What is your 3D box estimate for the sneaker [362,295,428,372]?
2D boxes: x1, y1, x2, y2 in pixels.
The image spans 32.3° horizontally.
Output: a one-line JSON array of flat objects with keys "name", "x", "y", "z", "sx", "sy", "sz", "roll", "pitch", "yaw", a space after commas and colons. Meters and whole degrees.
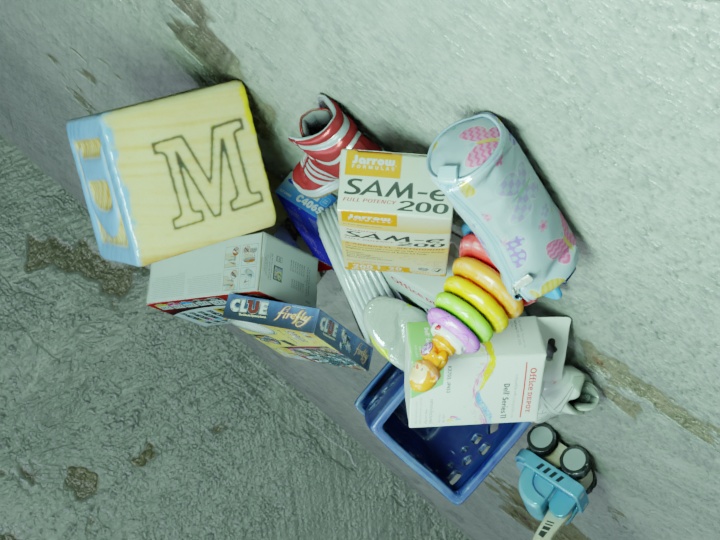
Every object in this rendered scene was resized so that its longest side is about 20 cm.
[{"name": "sneaker", "x": 0.076, "y": 0.109, "z": 1.576, "sx": 0.199, "sy": 0.076, "sz": 0.105, "roll": 40, "pitch": 168, "yaw": -7}]

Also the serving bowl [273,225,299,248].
[{"name": "serving bowl", "x": -0.173, "y": -0.039, "z": 1.921, "sx": 0.198, "sy": 0.066, "sz": 0.201, "roll": 18, "pitch": 150, "yaw": 10}]

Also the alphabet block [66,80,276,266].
[{"name": "alphabet block", "x": -0.252, "y": -0.130, "z": 1.638, "sx": 0.195, "sy": 0.198, "sz": 0.199, "roll": 12, "pitch": 117, "yaw": 63}]

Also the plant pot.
[{"name": "plant pot", "x": 0.119, "y": 0.210, "z": 1.914, "sx": 0.200, "sy": 0.200, "sz": 0.180, "roll": 43, "pitch": 173, "yaw": -16}]

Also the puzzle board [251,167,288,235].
[{"name": "puzzle board", "x": -0.200, "y": -0.119, "z": 1.806, "sx": 0.200, "sy": 0.151, "sz": 0.017, "roll": 42, "pitch": 146, "yaw": -10}]

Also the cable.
[{"name": "cable", "x": 0.000, "y": 0.000, "z": 1.663, "sx": 0.200, "sy": 0.069, "sz": 0.202, "roll": -116, "pitch": 3, "yaw": -78}]

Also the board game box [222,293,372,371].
[{"name": "board game box", "x": -0.079, "y": 0.084, "z": 1.648, "sx": 0.134, "sy": 0.035, "sz": 0.200, "roll": 9, "pitch": 165, "yaw": 23}]

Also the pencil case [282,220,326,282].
[{"name": "pencil case", "x": -0.142, "y": -0.042, "z": 2.021, "sx": 0.200, "sy": 0.090, "sz": 0.078, "roll": 45, "pitch": 173, "yaw": -21}]

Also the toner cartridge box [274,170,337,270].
[{"name": "toner cartridge box", "x": -0.049, "y": -0.058, "z": 1.814, "sx": 0.094, "sy": 0.043, "sz": 0.200, "roll": 31, "pitch": 165, "yaw": 29}]

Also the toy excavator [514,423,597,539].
[{"name": "toy excavator", "x": 0.297, "y": 0.373, "z": 1.926, "sx": 0.193, "sy": 0.201, "sz": 0.100, "roll": 32, "pitch": 166, "yaw": 30}]

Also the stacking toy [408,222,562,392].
[{"name": "stacking toy", "x": 0.115, "y": 0.050, "z": 1.367, "sx": 0.116, "sy": 0.201, "sz": 0.110, "roll": 23, "pitch": 160, "yaw": 53}]

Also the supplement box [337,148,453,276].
[{"name": "supplement box", "x": 0.041, "y": -0.059, "z": 1.380, "sx": 0.124, "sy": 0.075, "sz": 0.200, "roll": 4, "pitch": 162, "yaw": 4}]

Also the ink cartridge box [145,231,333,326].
[{"name": "ink cartridge box", "x": -0.162, "y": 0.021, "z": 1.710, "sx": 0.198, "sy": 0.085, "sz": 0.175, "roll": -7, "pitch": 161, "yaw": 33}]

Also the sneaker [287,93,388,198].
[{"name": "sneaker", "x": -0.051, "y": -0.146, "z": 1.466, "sx": 0.112, "sy": 0.072, "sz": 0.199, "roll": 41, "pitch": 160, "yaw": -24}]

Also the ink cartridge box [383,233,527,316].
[{"name": "ink cartridge box", "x": 0.126, "y": 0.042, "z": 1.567, "sx": 0.145, "sy": 0.083, "sz": 0.200, "roll": 30, "pitch": 164, "yaw": 37}]

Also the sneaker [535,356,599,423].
[{"name": "sneaker", "x": 0.264, "y": 0.167, "z": 1.625, "sx": 0.098, "sy": 0.079, "sz": 0.200, "roll": 15, "pitch": 169, "yaw": 16}]

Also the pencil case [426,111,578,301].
[{"name": "pencil case", "x": 0.137, "y": -0.058, "z": 1.195, "sx": 0.083, "sy": 0.091, "sz": 0.200, "roll": 26, "pitch": 160, "yaw": 46}]

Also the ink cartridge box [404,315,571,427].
[{"name": "ink cartridge box", "x": 0.153, "y": 0.120, "z": 1.469, "sx": 0.068, "sy": 0.197, "sz": 0.118, "roll": -97, "pitch": 4, "yaw": -48}]
